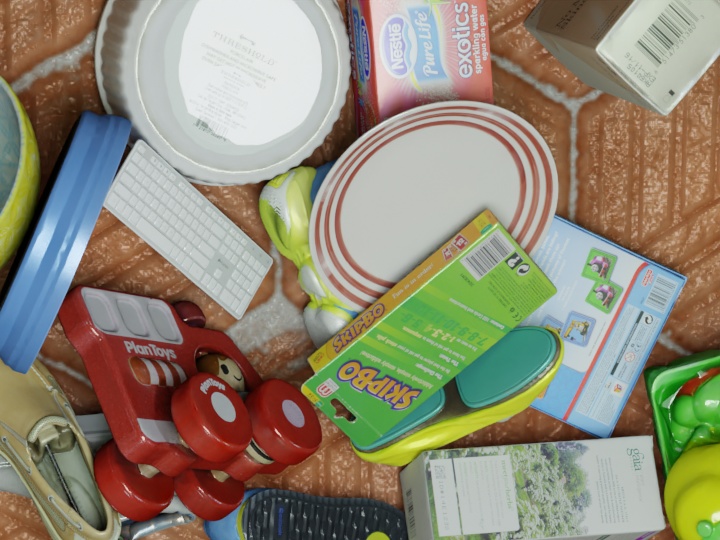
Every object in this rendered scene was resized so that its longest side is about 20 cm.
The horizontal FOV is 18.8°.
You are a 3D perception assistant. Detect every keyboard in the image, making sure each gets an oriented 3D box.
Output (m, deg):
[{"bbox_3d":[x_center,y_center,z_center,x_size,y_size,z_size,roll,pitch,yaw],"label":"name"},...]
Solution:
[{"bbox_3d":[-0.129,-0.028,1.653,0.200,0.011,0.057,44,66,-50],"label":"keyboard"}]

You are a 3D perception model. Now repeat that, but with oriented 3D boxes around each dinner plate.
[{"bbox_3d":[0.054,-0.047,1.652,0.198,0.024,0.201,-10,130,-13],"label":"dinner plate"}]

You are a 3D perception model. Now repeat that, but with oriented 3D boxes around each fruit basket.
[{"bbox_3d":[0.305,0.167,1.748,0.154,0.216,0.218,-15,103,-9],"label":"fruit basket"}]

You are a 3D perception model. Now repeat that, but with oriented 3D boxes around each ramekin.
[{"bbox_3d":[-0.099,-0.158,1.648,0.198,0.105,0.202,-2,101,-12],"label":"ramekin"}]

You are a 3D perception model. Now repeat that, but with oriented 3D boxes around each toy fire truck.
[{"bbox_3d":[-0.131,0.090,1.646,0.112,0.199,0.169,-37,65,27],"label":"toy fire truck"}]

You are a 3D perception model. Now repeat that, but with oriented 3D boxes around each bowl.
[{"bbox_3d":[-0.224,-0.024,1.591,0.039,0.201,0.202,23,95,-10],"label":"bowl"},{"bbox_3d":[-0.314,-0.050,1.611,0.200,0.200,0.108,-42,149,-1],"label":"bowl"}]

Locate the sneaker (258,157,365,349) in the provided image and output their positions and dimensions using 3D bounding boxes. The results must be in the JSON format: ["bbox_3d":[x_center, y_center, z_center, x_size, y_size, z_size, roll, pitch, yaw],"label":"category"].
[{"bbox_3d":[0.000,0.000,1.716,0.105,0.076,0.201,-31,117,-17],"label":"sneaker"}]

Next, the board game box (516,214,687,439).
[{"bbox_3d":[0.145,0.031,1.771,0.199,0.037,0.152,24,96,-16],"label":"board game box"}]

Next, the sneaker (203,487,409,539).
[{"bbox_3d":[-0.034,0.216,1.764,0.199,0.078,0.067,16,72,-32],"label":"sneaker"}]

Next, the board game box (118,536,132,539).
[{"bbox_3d":[-0.166,0.316,1.670,0.199,0.062,0.201,-34,74,9],"label":"board game box"}]

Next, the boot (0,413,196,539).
[{"bbox_3d":[-0.224,0.168,1.682,0.198,0.074,0.096,-8,65,-11],"label":"boot"}]

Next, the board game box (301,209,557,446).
[{"bbox_3d":[0.050,0.048,1.684,0.200,0.030,0.096,-41,129,4],"label":"board game box"}]

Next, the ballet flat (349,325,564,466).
[{"bbox_3d":[0.084,0.104,1.736,0.199,0.067,0.067,-27,141,19],"label":"ballet flat"}]

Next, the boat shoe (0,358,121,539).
[{"bbox_3d":[-0.237,0.119,1.624,0.071,0.076,0.201,-34,81,-21],"label":"boat shoe"}]

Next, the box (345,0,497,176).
[{"bbox_3d":[0.044,-0.180,1.677,0.095,0.100,0.202,-7,103,-11],"label":"box"}]

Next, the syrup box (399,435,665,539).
[{"bbox_3d":[0.139,0.186,1.761,0.198,0.081,0.079,-3,72,-15],"label":"syrup box"}]

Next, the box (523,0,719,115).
[{"bbox_3d":[0.203,-0.187,1.657,0.078,0.200,0.095,40,90,-16],"label":"box"}]
